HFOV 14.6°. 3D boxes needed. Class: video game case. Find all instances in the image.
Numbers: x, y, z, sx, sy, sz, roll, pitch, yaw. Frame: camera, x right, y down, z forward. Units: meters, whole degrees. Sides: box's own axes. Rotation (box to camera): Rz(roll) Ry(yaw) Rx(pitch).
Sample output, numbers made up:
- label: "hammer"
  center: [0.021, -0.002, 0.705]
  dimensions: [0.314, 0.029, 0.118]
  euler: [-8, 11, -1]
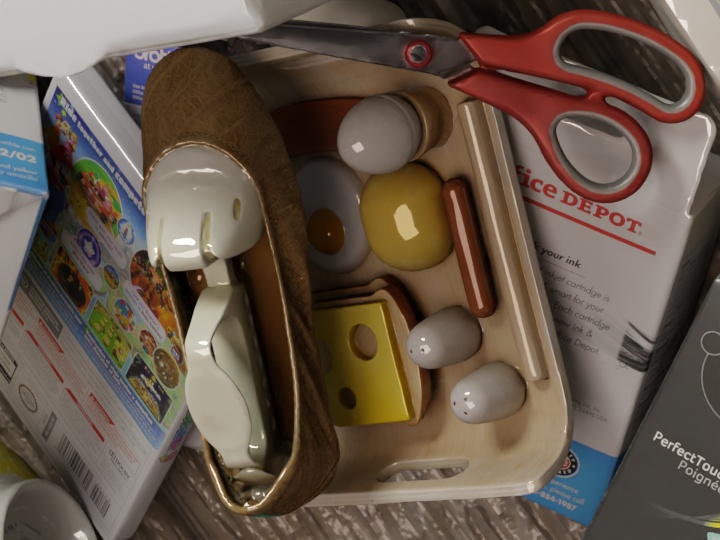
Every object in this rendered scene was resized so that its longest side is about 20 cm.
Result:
- label: "video game case"
  center: [-0.120, 0.018, 1.288]
  dimensions: [0.143, 0.018, 0.200]
  euler: [53, 142, 20]

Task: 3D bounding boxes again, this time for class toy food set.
- label: "toy food set"
  center: [0.000, 0.000, 1.176]
  dimensions: [0.143, 0.060, 0.200]
  euler: [-8, 98, 42]

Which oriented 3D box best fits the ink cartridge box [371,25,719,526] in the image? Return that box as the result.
- label: "ink cartridge box"
  center: [0.087, -0.006, 1.202]
  dimensions: [0.116, 0.068, 0.200]
  euler: [24, 120, 17]

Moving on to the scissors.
- label: "scissors"
  center: [0.037, -0.090, 1.108]
  dimensions: [0.200, 0.014, 0.073]
  euler: [23, 102, -3]

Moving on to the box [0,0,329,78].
- label: "box"
  center: [-0.100, -0.186, 1.055]
  dimensions: [0.199, 0.131, 0.200]
  euler: [-5, 107, 39]

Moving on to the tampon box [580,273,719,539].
- label: "tampon box"
  center: [0.188, 0.095, 1.160]
  dimensions: [0.150, 0.126, 0.200]
  euler: [30, 120, 11]

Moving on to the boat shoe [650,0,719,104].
- label: "boat shoe"
  center: [0.143, -0.135, 1.126]
  dimensions: [0.068, 0.072, 0.200]
  euler: [-31, 103, 2]

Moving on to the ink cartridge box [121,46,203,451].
- label: "ink cartridge box"
  center: [-0.054, -0.008, 1.287]
  dimensions: [0.119, 0.042, 0.200]
  euler: [14, 118, 20]

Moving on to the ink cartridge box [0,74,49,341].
- label: "ink cartridge box"
  center: [-0.193, -0.050, 1.284]
  dimensions: [0.068, 0.200, 0.115]
  euler: [12, 122, -18]

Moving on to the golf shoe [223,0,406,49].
- label: "golf shoe"
  center: [-0.062, -0.150, 1.214]
  dimensions: [0.200, 0.078, 0.097]
  euler: [20, 88, -1]

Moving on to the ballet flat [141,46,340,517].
- label: "ballet flat"
  center: [-0.056, 0.011, 1.148]
  dimensions: [0.068, 0.072, 0.200]
  euler: [-5, 104, 21]

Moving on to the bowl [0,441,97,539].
- label: "bowl"
  center: [-0.186, 0.150, 1.327]
  dimensions: [0.108, 0.200, 0.200]
  euler: [-20, 101, 27]
